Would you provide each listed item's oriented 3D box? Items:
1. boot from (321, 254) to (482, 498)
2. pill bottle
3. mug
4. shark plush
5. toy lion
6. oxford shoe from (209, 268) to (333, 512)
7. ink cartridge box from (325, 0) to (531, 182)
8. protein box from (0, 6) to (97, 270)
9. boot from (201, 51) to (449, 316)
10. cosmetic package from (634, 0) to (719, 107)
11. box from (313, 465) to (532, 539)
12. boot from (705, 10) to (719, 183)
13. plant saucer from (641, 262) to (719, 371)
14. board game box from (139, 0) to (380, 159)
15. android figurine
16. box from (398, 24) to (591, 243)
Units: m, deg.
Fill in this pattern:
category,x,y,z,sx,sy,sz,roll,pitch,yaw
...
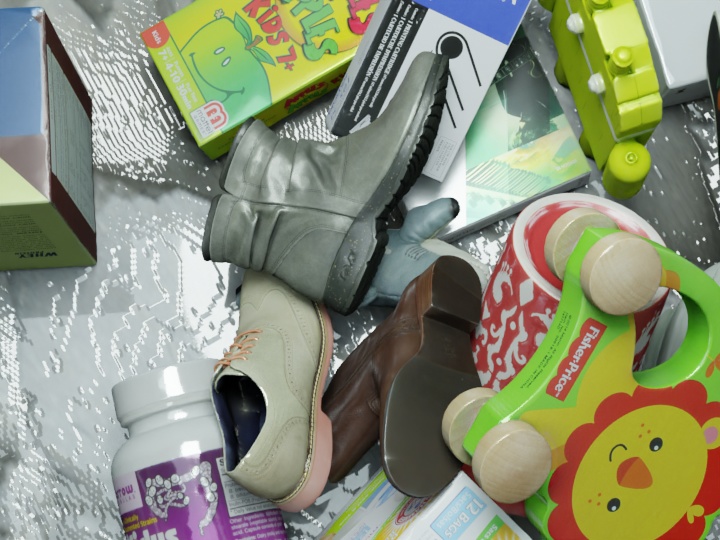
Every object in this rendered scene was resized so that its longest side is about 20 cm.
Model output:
category,x,y,z,sx,sy,sz,roll,pitch,yaw
boot,0.009,0.108,1.028,0.064,0.200,0.187,29,49,-13
pill bottle,-0.113,0.169,1.072,0.112,0.112,0.201,-15,79,-4
mug,0.143,0.069,1.024,0.133,0.201,0.178,-22,55,-31
shark plush,0.000,0.000,1.110,0.199,0.083,0.091,6,122,16
toy lion,0.161,0.088,0.920,0.191,0.069,0.201,25,98,-26
oxford shoe,-0.065,0.064,1.051,0.071,0.074,0.201,-35,46,30
ink cartridge box,0.058,-0.174,1.091,0.094,0.044,0.201,23,104,-13
protein box,-0.299,-0.083,1.075,0.197,0.200,0.136,-4,79,-1
boot,-0.027,-0.079,1.055,0.130,0.068,0.201,25,91,9
cosmetic package,0.246,-0.235,1.179,0.101,0.074,0.201,-14,81,-4
box,0.044,0.198,1.015,0.101,0.200,0.113,45,82,-6
boot,0.320,-0.102,1.053,0.143,0.073,0.201,3,54,3
plant saucer,0.229,0.082,1.061,0.050,0.200,0.201,11,78,23
board game box,-0.053,-0.180,1.146,0.199,0.048,0.102,-30,79,2
android figurine,0.171,-0.145,1.094,0.041,0.200,0.183,-17,81,0
box,0.071,-0.131,1.173,0.144,0.036,0.201,-24,80,-5
